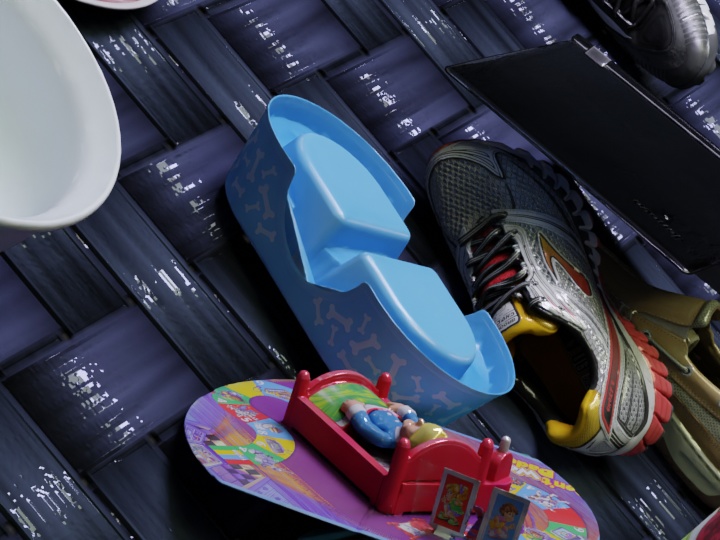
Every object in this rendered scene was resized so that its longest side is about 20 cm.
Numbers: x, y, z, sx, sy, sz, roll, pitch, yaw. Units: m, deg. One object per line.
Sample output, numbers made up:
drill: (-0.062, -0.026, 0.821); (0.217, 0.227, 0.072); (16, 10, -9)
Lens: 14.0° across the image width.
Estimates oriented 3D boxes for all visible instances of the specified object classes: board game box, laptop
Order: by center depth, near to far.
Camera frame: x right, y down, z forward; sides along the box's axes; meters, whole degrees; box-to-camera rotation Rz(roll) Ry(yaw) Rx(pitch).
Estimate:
board game box: (0.021, 0.078, 1.349); (0.199, 0.039, 0.158); (20, 19, 7)
laptop: (0.150, -0.035, 1.678); (0.116, 0.200, 0.187); (-38, 65, -21)

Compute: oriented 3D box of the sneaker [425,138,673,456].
sneaker: (0.095, 0.011, 1.594); (0.082, 0.078, 0.200); (-5, 57, -54)

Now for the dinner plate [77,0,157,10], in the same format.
dinner plate: (-0.181, -0.212, 1.554); (0.200, 0.024, 0.201); (33, 31, -23)

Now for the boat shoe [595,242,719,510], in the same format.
boat shoe: (0.176, 0.038, 1.672); (0.200, 0.076, 0.072); (50, 30, 6)

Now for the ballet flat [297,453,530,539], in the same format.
ballet flat: (0.030, 0.136, 1.381); (0.200, 0.070, 0.066); (-16, 94, -56)

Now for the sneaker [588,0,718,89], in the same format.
sneaker: (0.167, -0.200, 1.979); (0.090, 0.066, 0.200); (10, 42, -44)

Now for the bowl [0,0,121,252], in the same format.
bowl: (-0.209, -0.074, 1.271); (0.201, 0.090, 0.201); (35, 31, -24)

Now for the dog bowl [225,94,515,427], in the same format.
dog bowl: (0.000, 0.000, 1.490); (0.111, 0.050, 0.200); (13, 39, -55)

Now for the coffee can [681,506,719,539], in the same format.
coffee can: (0.217, 0.173, 1.422); (0.146, 0.200, 0.147); (35, 28, -22)
